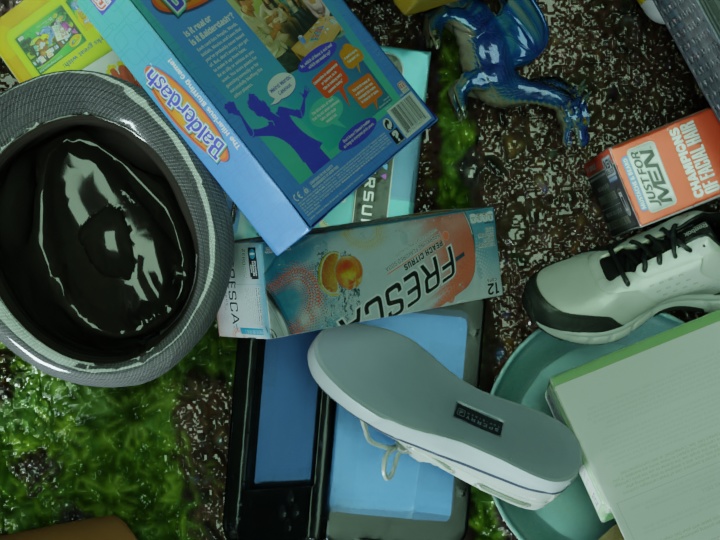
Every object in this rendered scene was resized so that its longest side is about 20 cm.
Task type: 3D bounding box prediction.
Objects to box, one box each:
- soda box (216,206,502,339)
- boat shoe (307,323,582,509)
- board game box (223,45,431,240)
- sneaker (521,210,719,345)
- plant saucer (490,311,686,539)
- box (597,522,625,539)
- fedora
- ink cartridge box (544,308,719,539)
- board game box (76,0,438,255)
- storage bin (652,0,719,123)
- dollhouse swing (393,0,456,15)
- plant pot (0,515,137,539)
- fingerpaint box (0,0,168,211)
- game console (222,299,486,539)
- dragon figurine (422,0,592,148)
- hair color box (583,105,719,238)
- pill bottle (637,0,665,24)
[{"bbox_3d":[0.000,0.000,1.238,0.198,0.068,0.064,-10,96,-35],"label":"soda box"},{"bbox_3d":[0.048,0.110,1.270,0.200,0.086,0.075,24,49,-4],"label":"boat shoe"},{"bbox_3d":[-0.056,-0.092,1.326,0.198,0.047,0.153,6,88,-2],"label":"board game box"},{"bbox_3d":[0.207,-0.006,1.302,0.198,0.080,0.074,-13,54,-14],"label":"sneaker"},{"bbox_3d":[0.183,0.126,1.328,0.198,0.036,0.202,1,82,-4],"label":"plant saucer"},{"bbox_3d":[0.247,0.244,1.258,0.163,0.021,0.200,-38,69,-11],"label":"box"},{"bbox_3d":[-0.170,-0.028,1.182,0.176,0.090,0.201,-33,96,3],"label":"fedora"},{"bbox_3d":[0.231,0.141,1.265,0.144,0.048,0.202,-20,70,-7],"label":"ink cartridge box"},{"bbox_3d":[-0.062,-0.131,1.166,0.201,0.045,0.152,52,48,-3],"label":"board game box"},{"bbox_3d":[0.288,-0.163,1.212,0.134,0.094,0.201,-29,89,-4],"label":"storage bin"},{"bbox_3d":[0.061,-0.317,1.244,0.181,0.176,0.201,-23,70,-40],"label":"dollhouse swing"},{"bbox_3d":[-0.203,0.255,1.244,0.139,0.200,0.202,-22,89,-19],"label":"plant pot"},{"bbox_3d":[-0.127,-0.151,1.262,0.199,0.073,0.167,-37,93,-2],"label":"fingerpaint box"},{"bbox_3d":[-0.002,0.094,1.292,0.115,0.176,0.202,3,87,26],"label":"game console"},{"bbox_3d":[0.099,-0.172,1.330,0.099,0.059,0.202,-23,90,-3],"label":"dragon figurine"},{"bbox_3d":[0.268,-0.090,1.310,0.198,0.111,0.064,-23,88,-4],"label":"hair color box"},{"bbox_3d":[0.228,-0.247,1.313,0.111,0.111,0.201,-33,90,-3],"label":"pill bottle"}]
